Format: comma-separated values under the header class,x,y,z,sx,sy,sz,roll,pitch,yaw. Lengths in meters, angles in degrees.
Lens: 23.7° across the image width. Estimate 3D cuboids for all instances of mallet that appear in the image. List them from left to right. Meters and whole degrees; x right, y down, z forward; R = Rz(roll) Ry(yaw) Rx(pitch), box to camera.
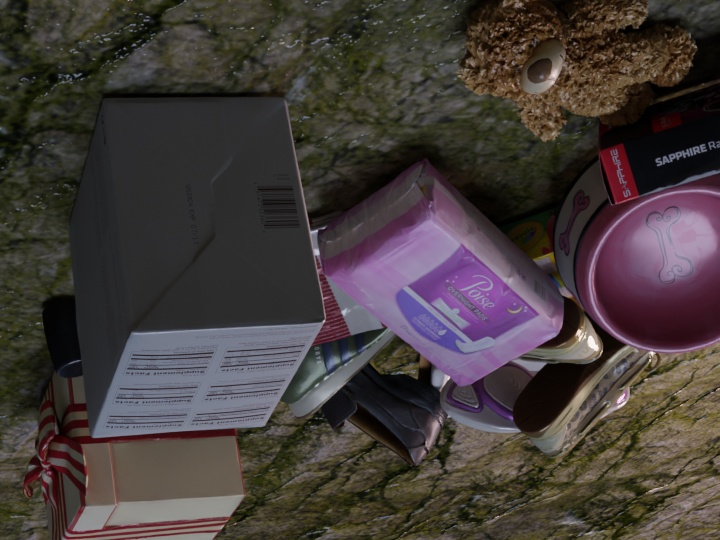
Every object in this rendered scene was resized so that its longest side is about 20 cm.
class,x,y,z,sx,sy,sz,roll,pitch,yaw
mallet,-0.189,0.032,1.545,0.199,0.066,0.041,-23,159,-12

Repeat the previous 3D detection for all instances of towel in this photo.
class,x,y,z,sx,sy,sz,roll,pitch,yaw
towel,0.000,0.000,1.510,0.199,0.023,0.144,-15,133,9

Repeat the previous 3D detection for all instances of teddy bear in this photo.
class,x,y,z,sx,sy,sz,roll,pitch,yaw
teddy bear,0.165,-0.150,1.268,0.144,0.067,0.200,-27,152,25

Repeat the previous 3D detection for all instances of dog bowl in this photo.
class,x,y,z,sx,sy,sz,roll,pitch,yaw
dog bowl,0.267,-0.016,1.470,0.199,0.074,0.201,-2,121,-3

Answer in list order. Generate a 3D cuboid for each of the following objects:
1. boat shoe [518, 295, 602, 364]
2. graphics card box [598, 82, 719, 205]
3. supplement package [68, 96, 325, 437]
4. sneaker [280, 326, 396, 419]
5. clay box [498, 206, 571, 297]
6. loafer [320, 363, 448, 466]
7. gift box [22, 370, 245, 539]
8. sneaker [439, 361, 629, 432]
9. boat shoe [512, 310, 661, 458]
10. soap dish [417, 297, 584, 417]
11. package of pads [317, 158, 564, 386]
class,x,y,z,sx,sy,sz,roll,pitch,yaw
boat shoe,0.127,0.048,1.575,0.200,0.074,0.063,7,157,38
graphics card box,0.285,-0.114,1.344,0.199,0.051,0.126,-16,-168,13
supplement package,-0.131,0.001,1.309,0.146,0.192,0.200,-2,154,-18
sneaker,-0.025,0.047,1.595,0.090,0.067,0.200,40,110,-15
clay box,0.230,-0.031,1.568,0.199,0.048,0.115,-20,155,15
loafer,-0.013,0.122,1.675,0.199,0.073,0.073,22,156,3
gift box,-0.225,0.188,1.666,0.186,0.201,0.185,0,148,-20
sneaker,0.161,0.134,1.660,0.199,0.075,0.100,1,151,-26
boat shoe,0.225,0.086,1.593,0.200,0.073,0.063,-44,129,-3
soap dish,0.151,0.076,1.719,0.199,0.082,0.158,-9,155,-4
package of pads,0.070,0.004,1.452,0.120,0.076,0.200,-31,129,25
